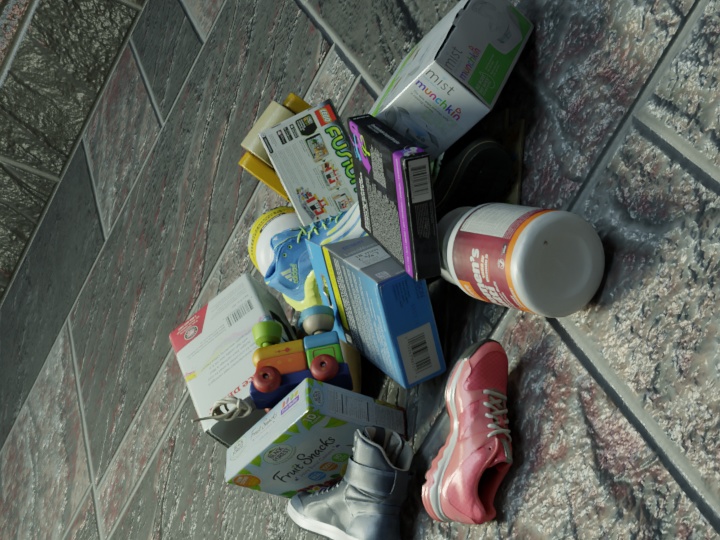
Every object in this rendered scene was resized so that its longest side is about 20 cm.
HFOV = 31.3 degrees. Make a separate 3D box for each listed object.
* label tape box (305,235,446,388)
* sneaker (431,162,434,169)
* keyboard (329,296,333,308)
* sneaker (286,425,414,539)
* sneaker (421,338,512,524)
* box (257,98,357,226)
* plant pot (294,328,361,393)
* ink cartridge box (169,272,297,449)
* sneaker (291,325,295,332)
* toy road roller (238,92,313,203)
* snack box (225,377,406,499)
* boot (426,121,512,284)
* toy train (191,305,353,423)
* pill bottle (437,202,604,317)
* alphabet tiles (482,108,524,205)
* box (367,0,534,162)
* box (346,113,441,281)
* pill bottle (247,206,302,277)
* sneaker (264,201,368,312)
[{"bbox_3d":[0.017,0.038,1.553,0.200,0.063,0.144,34,143,58],"label":"label tape box"},{"bbox_3d":[0.045,-0.099,1.676,0.079,0.089,0.200,-42,39,43],"label":"sneaker"},{"bbox_3d":[0.000,0.000,1.636,0.200,0.011,0.056,-50,25,30],"label":"keyboard"},{"bbox_3d":[-0.010,0.250,1.520,0.202,0.077,0.146,10,91,54],"label":"sneaker"},{"bbox_3d":[0.134,0.173,1.349,0.087,0.074,0.200,6,80,49],"label":"sneaker"},{"bbox_3d":[-0.045,-0.115,1.711,0.110,0.200,0.035,-26,1,-2],"label":"box"},{"bbox_3d":[-0.058,0.149,1.707,0.200,0.027,0.200,-17,70,59],"label":"plant pot"},{"bbox_3d":[-0.157,0.124,1.714,0.146,0.083,0.200,-38,43,8],"label":"ink cartridge box"},{"bbox_3d":[-0.158,0.152,1.885,0.202,0.077,0.146,-51,22,47],"label":"sneaker"},{"bbox_3d":[-0.062,-0.143,1.808,0.123,0.200,0.146,-53,-5,-1],"label":"toy road roller"},{"bbox_3d":[-0.057,0.215,1.578,0.200,0.142,0.053,-44,35,41],"label":"snack box"},{"bbox_3d":[0.107,-0.087,1.572,0.200,0.077,0.138,-51,22,17],"label":"boot"},{"bbox_3d":[-0.116,0.114,1.575,0.085,0.200,0.116,76,-177,-57],"label":"toy train"},{"bbox_3d":[0.161,-0.016,1.369,0.200,0.109,0.110,14,83,64],"label":"pill bottle"},{"bbox_3d":[0.145,-0.096,1.578,0.166,0.006,0.200,-32,44,51],"label":"alphabet tiles"},{"bbox_3d":[0.102,-0.234,1.583,0.176,0.097,0.200,-39,15,43],"label":"box"},{"bbox_3d":[0.037,-0.089,1.470,0.200,0.036,0.143,-135,34,-62],"label":"box"},{"bbox_3d":[-0.097,-0.030,1.830,0.200,0.112,0.112,-147,80,-77],"label":"pill bottle"},{"bbox_3d":[-0.051,-0.033,1.631,0.200,0.105,0.076,-54,25,23],"label":"sneaker"}]
